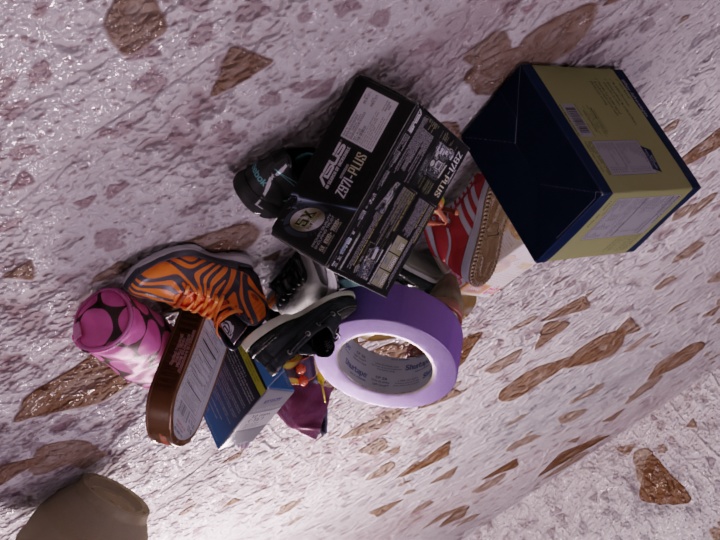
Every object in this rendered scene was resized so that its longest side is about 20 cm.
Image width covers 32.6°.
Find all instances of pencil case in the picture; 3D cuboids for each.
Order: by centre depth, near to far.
[{"bbox_3d":[-0.281,0.089,1.502,0.093,0.091,0.200,-14,156,8],"label":"pencil case"}]

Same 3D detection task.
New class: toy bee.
[{"bbox_3d":[-0.078,0.138,1.768,0.200,0.131,0.109,-37,-156,-15],"label":"toy bee"}]

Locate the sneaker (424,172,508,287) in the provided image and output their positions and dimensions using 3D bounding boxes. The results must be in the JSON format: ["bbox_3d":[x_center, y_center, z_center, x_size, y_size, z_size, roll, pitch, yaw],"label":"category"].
[{"bbox_3d":[0.148,-0.091,1.653,0.071,0.112,0.202,-1,114,-43],"label":"sneaker"}]

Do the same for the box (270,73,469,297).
[{"bbox_3d":[0.014,-0.090,1.364,0.201,0.086,0.164,-61,152,2],"label":"box"}]

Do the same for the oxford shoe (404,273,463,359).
[{"bbox_3d":[0.111,0.084,1.752,0.070,0.074,0.201,17,142,-3],"label":"oxford shoe"}]

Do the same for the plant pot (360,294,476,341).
[{"bbox_3d":[0.083,0.075,1.863,0.198,0.028,0.200,-14,171,-2],"label":"plant pot"}]

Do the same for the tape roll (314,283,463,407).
[{"bbox_3d":[0.039,0.105,1.685,0.198,0.066,0.201,7,140,6],"label":"tape roll"}]

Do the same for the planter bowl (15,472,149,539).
[{"bbox_3d":[-0.404,0.396,1.879,0.135,0.200,0.200,-59,153,2],"label":"planter bowl"}]

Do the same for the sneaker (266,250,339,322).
[{"bbox_3d":[-0.079,0.020,1.601,0.079,0.074,0.201,-13,153,-21],"label":"sneaker"}]

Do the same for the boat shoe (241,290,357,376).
[{"bbox_3d":[-0.061,0.081,1.535,0.074,0.066,0.199,-44,166,33],"label":"boat shoe"}]

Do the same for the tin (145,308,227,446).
[{"bbox_3d":[-0.211,0.123,1.532,0.042,0.201,0.112,12,153,12],"label":"tin"}]

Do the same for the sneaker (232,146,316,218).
[{"bbox_3d":[-0.053,-0.092,1.399,0.079,0.076,0.199,-43,153,25],"label":"sneaker"}]

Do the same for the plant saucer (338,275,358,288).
[{"bbox_3d":[0.000,0.000,1.589,0.070,0.019,0.200,-35,-173,-13],"label":"plant saucer"}]

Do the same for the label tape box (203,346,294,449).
[{"bbox_3d":[-0.152,0.123,1.633,0.066,0.144,0.200,-5,148,-41],"label":"label tape box"}]

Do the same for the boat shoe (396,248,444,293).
[{"bbox_3d":[0.078,0.007,1.744,0.060,0.076,0.200,-42,153,16],"label":"boat shoe"}]

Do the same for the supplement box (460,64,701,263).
[{"bbox_3d":[0.271,-0.134,1.516,0.199,0.201,0.134,-5,148,-41],"label":"supplement box"}]

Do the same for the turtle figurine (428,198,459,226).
[{"bbox_3d":[0.042,-0.067,1.553,0.160,0.065,0.200,-23,-177,4],"label":"turtle figurine"}]

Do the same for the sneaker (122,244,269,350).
[{"bbox_3d":[-0.181,0.035,1.461,0.199,0.113,0.078,-2,145,-46],"label":"sneaker"}]

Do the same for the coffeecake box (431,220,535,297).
[{"bbox_3d":[0.222,-0.048,1.773,0.199,0.073,0.153,-37,164,17],"label":"coffeecake box"}]

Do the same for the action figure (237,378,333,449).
[{"bbox_3d":[-0.135,0.182,1.824,0.199,0.134,0.150,16,100,-26],"label":"action figure"}]
